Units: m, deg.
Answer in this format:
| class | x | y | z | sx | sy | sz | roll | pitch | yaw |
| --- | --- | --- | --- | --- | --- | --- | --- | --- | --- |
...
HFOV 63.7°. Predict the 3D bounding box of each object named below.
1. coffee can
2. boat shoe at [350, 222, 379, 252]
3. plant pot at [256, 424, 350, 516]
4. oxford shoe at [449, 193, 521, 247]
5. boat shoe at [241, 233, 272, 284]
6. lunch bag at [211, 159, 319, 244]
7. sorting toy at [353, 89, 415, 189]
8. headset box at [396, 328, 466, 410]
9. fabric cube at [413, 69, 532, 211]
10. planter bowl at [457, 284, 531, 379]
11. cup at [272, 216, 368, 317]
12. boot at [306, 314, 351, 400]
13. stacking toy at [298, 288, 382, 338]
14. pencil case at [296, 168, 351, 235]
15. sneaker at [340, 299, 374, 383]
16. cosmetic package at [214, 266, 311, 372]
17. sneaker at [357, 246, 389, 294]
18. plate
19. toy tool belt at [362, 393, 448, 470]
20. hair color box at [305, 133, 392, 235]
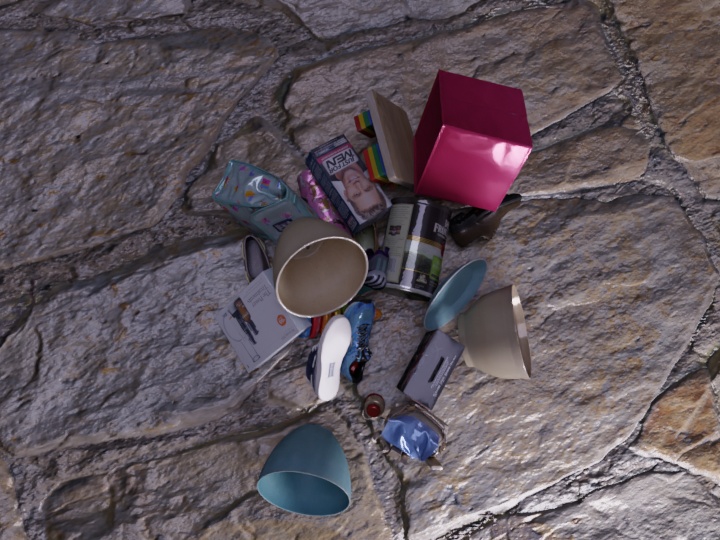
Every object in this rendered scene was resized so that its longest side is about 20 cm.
| class | x | y | z | sx | sy | sz | roll | pitch | yaw |
| --- | --- | --- | --- | --- | --- | --- | --- | --- | --- |
| coffee can | 0.117 | -0.045 | 1.306 | 0.143 | 0.146 | 0.205 | 12 | 83 | 0 |
| boat shoe | 0.007 | -0.110 | 1.347 | 0.074 | 0.074 | 0.205 | -15 | 83 | -4 |
| plant pot | -0.110 | 0.413 | 1.234 | 0.195 | 0.203 | 0.137 | 10 | 46 | 0 |
| oxford shoe | 0.300 | -0.119 | 1.368 | 0.197 | 0.073 | 0.086 | -29 | 108 | -8 |
| boat shoe | -0.229 | 0.015 | 1.332 | 0.070 | 0.060 | 0.205 | -15 | 83 | -4 |
| lunch bag | -0.194 | -0.139 | 1.263 | 0.197 | 0.170 | 0.124 | 18 | 74 | 30 |
| sorting toy | 0.066 | -0.279 | 1.323 | 0.068 | 0.198 | 0.205 | -19 | 80 | 26 |
| headset box | 0.148 | 0.211 | 1.245 | 0.074 | 0.200 | 0.151 | 30 | 82 | 4 |
| fabric cube | 0.236 | -0.283 | 1.273 | 0.194 | 0.198 | 0.203 | 10 | 52 | -8 |
| planter bowl | 0.291 | 0.144 | 1.275 | 0.132 | 0.199 | 0.205 | -12 | 82 | 21 |
| cup | -0.099 | -0.027 | 1.194 | 0.197 | 0.202 | 0.144 | -27 | 46 | -5 |
| boot | -0.079 | 0.175 | 1.262 | 0.071 | 0.090 | 0.204 | 1 | 112 | -32 |
| stacking toy | -0.045 | 0.100 | 1.317 | 0.195 | 0.116 | 0.113 | 3 | 88 | -15 |
| pencil case | -0.083 | -0.141 | 1.347 | 0.081 | 0.086 | 0.204 | -12 | 82 | -35 |
| sneaker | 0.003 | 0.156 | 1.265 | 0.077 | 0.090 | 0.204 | -5 | 119 | -29 |
| cosmetic package | -0.217 | 0.111 | 1.270 | 0.199 | 0.051 | 0.152 | -39 | 84 | 33 |
| sneaker | 0.000 | 0.000 | 1.291 | 0.074 | 0.198 | 0.089 | 30 | 68 | -32 |
| plate | 0.204 | 0.049 | 1.279 | 0.200 | 0.201 | 0.026 | -45 | 62 | -7 |
| toy tool belt | 0.091 | 0.348 | 1.248 | 0.196 | 0.123 | 0.127 | 25 | 116 | 1 |
| hair color box | -0.027 | -0.194 | 1.295 | 0.099 | 0.061 | 0.202 | -31 | 82 | -25 |
